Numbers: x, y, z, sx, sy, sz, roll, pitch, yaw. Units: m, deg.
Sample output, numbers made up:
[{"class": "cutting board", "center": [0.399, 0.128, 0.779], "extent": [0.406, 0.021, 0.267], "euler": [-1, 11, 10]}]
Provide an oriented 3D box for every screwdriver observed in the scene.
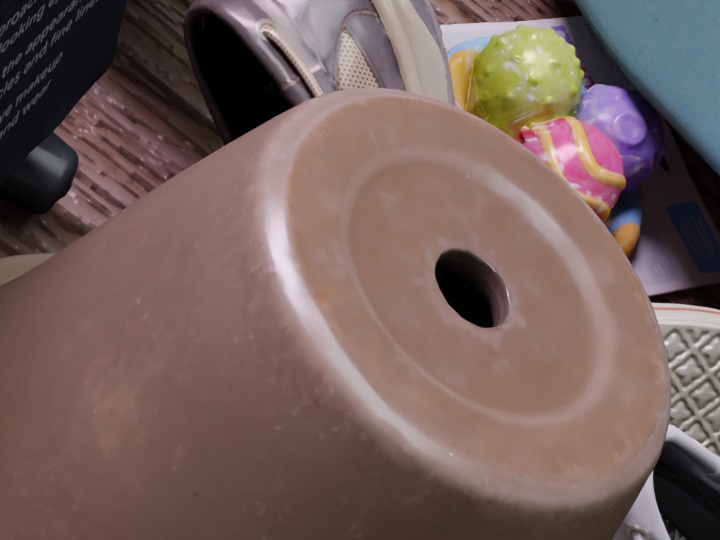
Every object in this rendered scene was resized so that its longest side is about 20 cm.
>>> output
[{"class": "screwdriver", "center": [-0.165, -0.079, 0.716], "extent": [0.200, 0.029, 0.028], "euler": [37, 39, -11]}]

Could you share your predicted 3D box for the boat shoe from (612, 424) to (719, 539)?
[{"class": "boat shoe", "center": [0.116, 0.105, 0.731], "extent": [0.200, 0.068, 0.072], "euler": [48, 49, -28]}]

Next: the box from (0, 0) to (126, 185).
[{"class": "box", "center": [-0.134, -0.093, 0.587], "extent": [0.117, 0.200, 0.197], "euler": [28, 44, 7]}]

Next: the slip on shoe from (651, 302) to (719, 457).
[{"class": "slip on shoe", "center": [0.133, 0.047, 0.847], "extent": [0.200, 0.074, 0.061], "euler": [8, 16, -30]}]

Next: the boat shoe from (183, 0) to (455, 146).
[{"class": "boat shoe", "center": [0.000, 0.000, 0.743], "extent": [0.073, 0.074, 0.200], "euler": [-24, 92, -34]}]

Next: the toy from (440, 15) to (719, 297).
[{"class": "toy", "center": [0.057, -0.044, 0.862], "extent": [0.200, 0.047, 0.115], "euler": [-11, 70, -44]}]

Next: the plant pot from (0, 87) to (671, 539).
[{"class": "plant pot", "center": [-0.022, 0.052, 0.609], "extent": [0.200, 0.175, 0.200], "euler": [23, 44, -25]}]

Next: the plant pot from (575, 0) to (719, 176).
[{"class": "plant pot", "center": [0.167, -0.097, 0.904], "extent": [0.141, 0.141, 0.200], "euler": [29, 15, -46]}]
